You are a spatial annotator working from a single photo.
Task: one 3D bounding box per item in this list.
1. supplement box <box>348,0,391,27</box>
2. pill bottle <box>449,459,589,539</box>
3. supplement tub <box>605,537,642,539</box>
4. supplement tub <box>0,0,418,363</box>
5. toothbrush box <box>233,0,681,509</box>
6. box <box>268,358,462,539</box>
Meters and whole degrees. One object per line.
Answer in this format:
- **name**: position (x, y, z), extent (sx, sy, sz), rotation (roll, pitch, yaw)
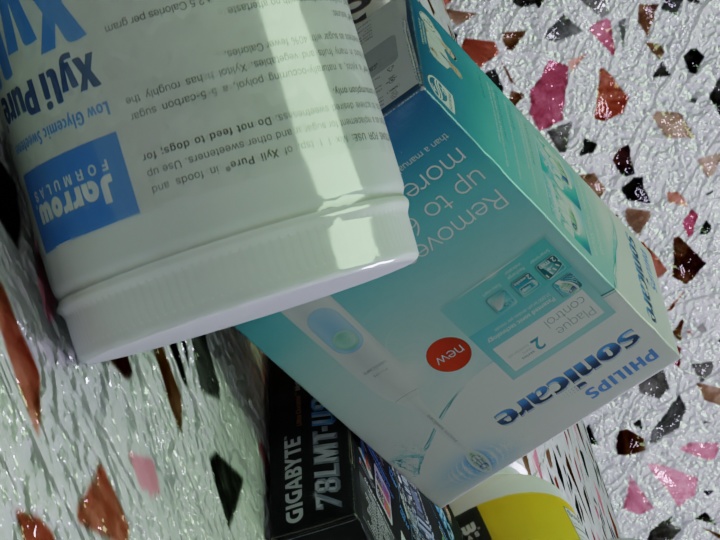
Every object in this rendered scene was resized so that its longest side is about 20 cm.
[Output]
- **supplement box**: position (-0.037, -0.104, 0.980), extent (0.074, 0.125, 0.201), rotation (-95, 164, -50)
- **pill bottle**: position (0.089, 0.191, 1.210), extent (0.201, 0.111, 0.111), rotation (64, 1, 40)
- **supplement tub**: position (0.198, 0.293, 1.434), extent (0.123, 0.122, 0.201), rotation (-97, 163, -52)
- **supplement tub**: position (-0.067, -0.081, 0.723), extent (0.132, 0.131, 0.201), rotation (6, 66, -81)
- **toothbrush box**: position (0.029, -0.004, 0.952), extent (0.200, 0.146, 0.086), rotation (44, 23, -32)
- **box**: position (0.008, 0.136, 1.050), extent (0.199, 0.049, 0.201), rotation (-96, 165, -56)
